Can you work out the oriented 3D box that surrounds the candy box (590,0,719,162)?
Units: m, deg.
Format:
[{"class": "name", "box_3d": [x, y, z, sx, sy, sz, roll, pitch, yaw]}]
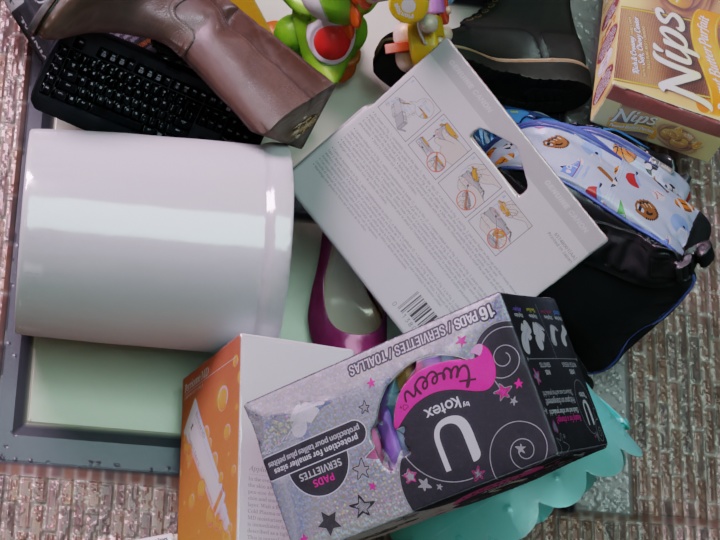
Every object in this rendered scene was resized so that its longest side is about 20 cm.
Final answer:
[{"class": "candy box", "box_3d": [0.273, -0.201, 1.538, 0.115, 0.055, 0.201, 18, 52, -7]}]

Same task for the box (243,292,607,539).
[{"class": "box", "box_3d": [0.046, 0.106, 1.165, 0.199, 0.132, 0.116, -25, 78, 20]}]

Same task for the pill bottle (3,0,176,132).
[{"class": "pill bottle", "box_3d": [-0.216, -0.198, 1.400, 0.106, 0.106, 0.201, -34, 99, -23]}]

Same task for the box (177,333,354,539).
[{"class": "box", "box_3d": [-0.071, 0.165, 1.293, 0.097, 0.124, 0.202, 10, 66, -24]}]

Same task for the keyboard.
[{"class": "keyboard", "box_3d": [-0.152, -0.139, 1.355, 0.199, 0.040, 0.105, 20, 94, -35]}]

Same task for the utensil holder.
[{"class": "utensil holder", "box_3d": [-0.161, -0.021, 1.329, 0.198, 0.170, 0.171, 4, 69, -10]}]

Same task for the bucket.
[{"class": "bucket", "box_3d": [0.096, 0.139, 1.317, 0.206, 0.207, 0.135, -28, 80, -21]}]

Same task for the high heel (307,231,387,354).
[{"class": "high heel", "box_3d": [0.000, 0.000, 1.398, 0.067, 0.096, 0.202, 8, 68, -11]}]

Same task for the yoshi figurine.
[{"class": "yoshi figurine", "box_3d": [-0.030, -0.237, 1.421, 0.112, 0.200, 0.113, 35, 67, 2]}]

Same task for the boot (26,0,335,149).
[{"class": "boot", "box_3d": [-0.126, -0.157, 1.295, 0.200, 0.064, 0.186, 47, 47, 2]}]

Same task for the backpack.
[{"class": "backpack", "box_3d": [0.167, -0.031, 1.403, 0.190, 0.200, 0.155, 31, 40, -9]}]

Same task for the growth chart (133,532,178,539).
[{"class": "growth chart", "box_3d": [-0.152, 0.293, 1.296, 0.144, 0.018, 0.202, -13, 75, -19]}]

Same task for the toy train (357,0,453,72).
[{"class": "toy train", "box_3d": [0.034, -0.227, 1.348, 0.055, 0.200, 0.152, -8, 69, 11]}]

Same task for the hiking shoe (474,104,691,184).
[{"class": "hiking shoe", "box_3d": [0.180, -0.107, 1.487, 0.198, 0.087, 0.075, 17, 66, -7]}]

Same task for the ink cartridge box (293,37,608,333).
[{"class": "ink cartridge box", "box_3d": [0.067, -0.049, 1.337, 0.176, 0.045, 0.200, -39, 88, 18]}]

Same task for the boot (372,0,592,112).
[{"class": "boot", "box_3d": [0.102, -0.218, 1.526, 0.198, 0.077, 0.139, 8, 62, -23]}]

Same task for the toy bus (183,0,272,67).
[{"class": "toy bus", "box_3d": [-0.130, -0.217, 1.431, 0.065, 0.078, 0.201, -37, 111, -22]}]
